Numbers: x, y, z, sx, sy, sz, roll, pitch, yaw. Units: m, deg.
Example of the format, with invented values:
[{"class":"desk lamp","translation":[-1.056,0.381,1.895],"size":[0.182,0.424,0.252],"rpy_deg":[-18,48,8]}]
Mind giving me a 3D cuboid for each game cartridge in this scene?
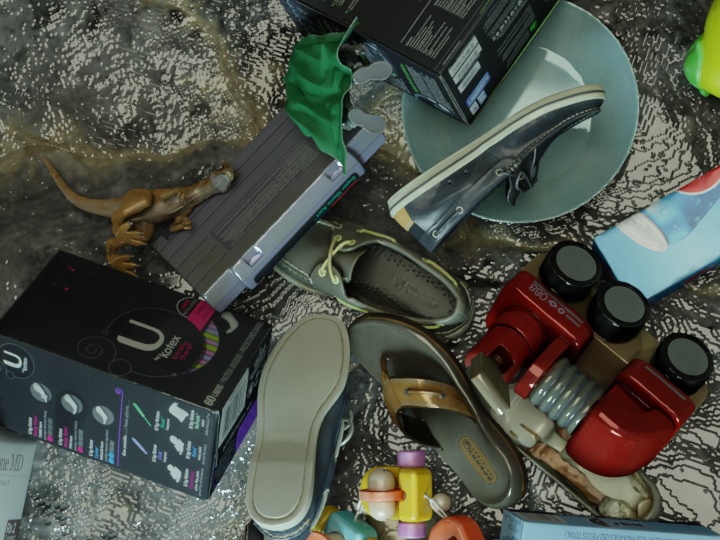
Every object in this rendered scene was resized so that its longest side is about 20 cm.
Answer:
[{"class":"game cartridge","translation":[-0.077,-0.062,1.326],"size":[0.200,0.038,0.130],"rpy_deg":[-46,39,-4]}]

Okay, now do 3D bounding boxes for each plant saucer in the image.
[{"class":"plant saucer","translation":[0.136,-0.136,1.349],"size":[0.200,0.039,0.202],"rpy_deg":[-1,81,6]}]

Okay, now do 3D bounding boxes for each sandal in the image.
[{"class":"sandal","translation":[0.056,0.118,1.296],"size":[0.055,0.082,0.200],"rpy_deg":[-30,82,-44]}]

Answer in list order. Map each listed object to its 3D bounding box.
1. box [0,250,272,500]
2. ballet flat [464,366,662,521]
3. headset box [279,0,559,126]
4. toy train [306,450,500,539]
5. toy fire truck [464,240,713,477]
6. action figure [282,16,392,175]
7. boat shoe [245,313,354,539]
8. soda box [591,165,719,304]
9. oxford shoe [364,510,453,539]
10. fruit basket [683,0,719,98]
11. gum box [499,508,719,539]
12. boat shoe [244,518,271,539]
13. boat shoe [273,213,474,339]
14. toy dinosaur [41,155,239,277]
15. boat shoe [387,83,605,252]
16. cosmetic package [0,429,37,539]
[{"class":"box","translation":[-0.188,0.084,1.295],"size":[0.199,0.106,0.122],"rpy_deg":[18,39,9]},{"class":"ballet flat","translation":[0.165,0.138,1.289],"size":[0.200,0.064,0.067],"rpy_deg":[40,88,11]},{"class":"headset box","translation":[0.050,-0.247,1.320],"size":[0.200,0.093,0.174],"rpy_deg":[31,80,28]},{"class":"toy train","translation":[0.021,0.227,1.241],"size":[0.200,0.056,0.151],"rpy_deg":[-38,62,37]},{"class":"toy fire truck","translation":[0.157,0.087,1.216],"size":[0.176,0.129,0.200],"rpy_deg":[41,53,12]},{"class":"action figure","translation":[-0.026,-0.149,1.272],"size":[0.055,0.200,0.119],"rpy_deg":[5,101,-19]},{"class":"boat shoe","translation":[-0.045,0.130,1.290],"size":[0.075,0.062,0.200],"rpy_deg":[-2,55,12]},{"class":"soda box","translation":[0.292,-0.043,1.303],"size":[0.200,0.064,0.068],"rpy_deg":[-30,79,1]},{"class":"oxford shoe","translation":[0.070,0.249,1.277],"size":[0.070,0.075,0.200],"rpy_deg":[-39,78,1]},{"class":"fruit basket","translation":[0.355,-0.223,1.283],"size":[0.215,0.216,0.156],"rpy_deg":[2,81,7]},{"class":"gum box","translation":[0.182,0.292,1.223],"size":[0.169,0.045,0.201],"rpy_deg":[7,94,-17]},{"class":"boat shoe","translation":[-0.101,0.299,1.292],"size":[0.062,0.073,0.201],"rpy_deg":[4,86,4]},{"class":"boat shoe","translation":[0.001,-0.003,1.333],"size":[0.201,0.060,0.072],"rpy_deg":[24,84,10]},{"class":"toy dinosaur","translation":[-0.196,-0.051,1.359],"size":[0.199,0.061,0.106],"rpy_deg":[-3,42,20]},{"class":"boat shoe","translation":[0.118,-0.084,1.289],"size":[0.200,0.075,0.062],"rpy_deg":[-33,84,6]},{"class":"cosmetic package","translation":[-0.384,0.217,1.292],"size":[0.164,0.165,0.201],"rpy_deg":[10,84,8]}]
